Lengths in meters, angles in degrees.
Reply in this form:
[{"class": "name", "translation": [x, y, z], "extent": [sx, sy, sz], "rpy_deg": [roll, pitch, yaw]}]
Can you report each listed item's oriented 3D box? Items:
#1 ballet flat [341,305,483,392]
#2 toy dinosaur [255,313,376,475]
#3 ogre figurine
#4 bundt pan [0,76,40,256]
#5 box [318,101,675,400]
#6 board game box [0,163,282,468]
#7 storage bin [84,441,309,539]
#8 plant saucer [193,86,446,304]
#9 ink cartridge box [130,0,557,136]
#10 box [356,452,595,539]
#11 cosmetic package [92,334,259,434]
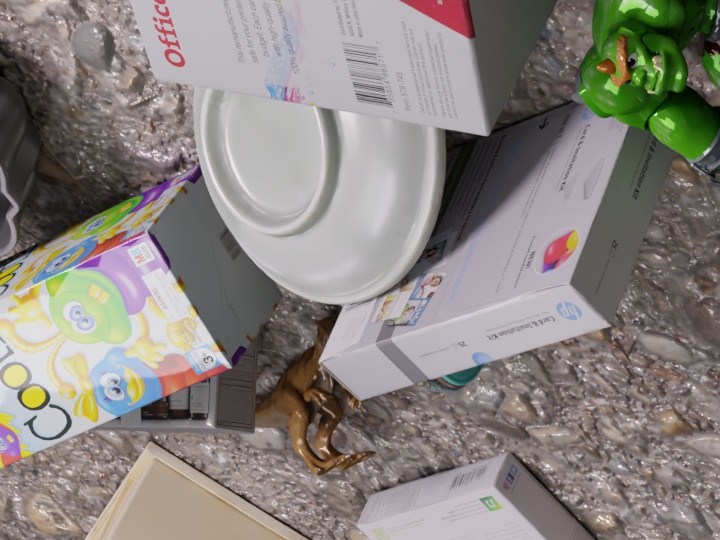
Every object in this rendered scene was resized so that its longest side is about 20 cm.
[{"class": "ballet flat", "translation": [0.000, 0.000, 1.661], "extent": [0.074, 0.074, 0.201], "rpy_deg": [-10, 126, 40]}, {"class": "toy dinosaur", "translation": [-0.041, 0.088, 1.811], "extent": [0.200, 0.060, 0.107], "rpy_deg": [-40, 73, 51]}, {"class": "ogre figurine", "translation": [0.175, -0.125, 1.376], "extent": [0.119, 0.099, 0.200], "rpy_deg": [8, 158, -1]}, {"class": "bundt pan", "translation": [-0.290, -0.092, 1.731], "extent": [0.201, 0.076, 0.203], "rpy_deg": [18, 142, 15]}, {"class": "box", "translation": [0.079, -0.017, 1.508], "extent": [0.041, 0.157, 0.199], "rpy_deg": [42, 141, -24]}, {"class": "board game box", "translation": [-0.169, 0.032, 1.713], "extent": [0.199, 0.103, 0.105], "rpy_deg": [-24, 106, 28]}, {"class": "storage bin", "translation": [-0.120, 0.256, 2.018], "extent": [0.199, 0.094, 0.199], "rpy_deg": [31, 144, -4]}, {"class": "plant saucer", "translation": [-0.038, -0.076, 1.518], "extent": [0.199, 0.050, 0.202], "rpy_deg": [14, 110, 43]}, {"class": "ink cartridge box", "translation": [-0.009, -0.181, 1.381], "extent": [0.199, 0.145, 0.146], "rpy_deg": [11, 141, 21]}, {"class": "box", "translation": [0.112, 0.214, 1.864], "extent": [0.144, 0.036, 0.200], "rpy_deg": [-20, 120, 46]}, {"class": "cosmetic package", "translation": [-0.162, 0.067, 1.821], "extent": [0.199, 0.083, 0.051], "rpy_deg": [-2, 171, 34]}]
